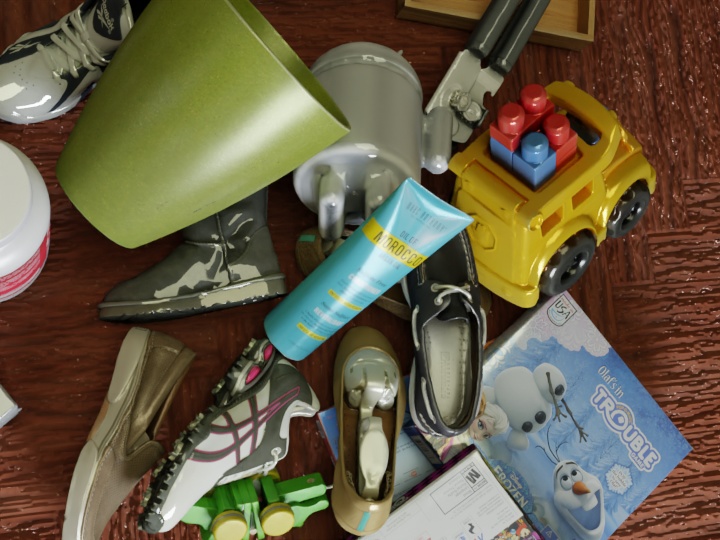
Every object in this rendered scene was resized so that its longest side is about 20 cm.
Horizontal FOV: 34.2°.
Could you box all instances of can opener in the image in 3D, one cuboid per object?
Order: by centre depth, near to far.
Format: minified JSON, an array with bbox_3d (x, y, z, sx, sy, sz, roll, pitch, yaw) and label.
[{"bbox_3d":[0.120,-0.210,1.120,0.052,0.066,0.201,33,85,-19],"label":"can opener"}]

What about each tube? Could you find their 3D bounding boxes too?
[{"bbox_3d":[0.000,0.000,1.000,0.077,0.200,0.051,27,32,-38],"label":"tube"}]

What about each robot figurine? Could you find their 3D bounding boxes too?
[{"bbox_3d":[-0.001,-0.122,1.048,0.168,0.113,0.201,6,56,-2],"label":"robot figurine"}]

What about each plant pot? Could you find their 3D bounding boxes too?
[{"bbox_3d":[-0.142,-0.117,0.939,0.200,0.187,0.187,-41,93,8],"label":"plant pot"}]

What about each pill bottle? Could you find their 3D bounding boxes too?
[{"bbox_3d":[-0.301,-0.041,0.921,0.111,0.200,0.113,2,80,-15],"label":"pill bottle"}]

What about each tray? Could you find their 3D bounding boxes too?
[{"bbox_3d":[0.137,-0.287,1.170,0.198,0.037,0.099,7,79,-13],"label":"tray"}]

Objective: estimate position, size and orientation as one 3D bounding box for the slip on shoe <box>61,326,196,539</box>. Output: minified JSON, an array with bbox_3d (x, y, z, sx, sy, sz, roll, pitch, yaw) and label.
[{"bbox_3d":[-0.195,0.148,0.986,0.060,0.076,0.201,16,69,0],"label":"slip on shoe"}]

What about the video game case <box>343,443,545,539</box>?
[{"bbox_3d":[0.075,0.282,1.023,0.200,0.036,0.182,-38,92,3],"label":"video game case"}]

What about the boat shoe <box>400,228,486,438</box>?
[{"bbox_3d":[0.074,0.043,1.011,0.073,0.060,0.202,5,86,-14],"label":"boat shoe"}]

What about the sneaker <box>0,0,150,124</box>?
[{"bbox_3d":[-0.234,-0.199,1.003,0.198,0.130,0.080,-21,85,-18],"label":"sneaker"}]

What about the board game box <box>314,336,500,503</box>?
[{"bbox_3d":[0.065,0.143,1.086,0.199,0.019,0.104,-20,88,-18],"label":"board game box"}]

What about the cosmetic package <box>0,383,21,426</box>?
[{"bbox_3d":[-0.366,0.063,0.936,0.090,0.107,0.200,-38,90,-18],"label":"cosmetic package"}]

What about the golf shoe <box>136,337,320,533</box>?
[{"bbox_3d":[-0.108,0.148,0.984,0.088,0.077,0.200,40,56,-5],"label":"golf shoe"}]

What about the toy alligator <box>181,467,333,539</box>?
[{"bbox_3d":[-0.072,0.207,1.022,0.198,0.059,0.055,-7,127,-17],"label":"toy alligator"}]

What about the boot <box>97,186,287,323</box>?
[{"bbox_3d":[-0.157,-0.061,1.033,0.180,0.073,0.202,-11,85,-17],"label":"boot"}]

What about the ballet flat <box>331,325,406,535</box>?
[{"bbox_3d":[0.011,0.127,1.018,0.068,0.063,0.201,6,58,-10],"label":"ballet flat"}]

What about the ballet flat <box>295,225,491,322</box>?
[{"bbox_3d":[0.038,0.003,1.074,0.199,0.072,0.068,22,76,-11],"label":"ballet flat"}]

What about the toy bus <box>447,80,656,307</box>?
[{"bbox_3d":[0.172,-0.099,1.050,0.200,0.193,0.136,-39,60,-20],"label":"toy bus"}]

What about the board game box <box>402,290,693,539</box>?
[{"bbox_3d":[0.175,0.155,1.082,0.199,0.043,0.200,-41,94,-18],"label":"board game box"}]
